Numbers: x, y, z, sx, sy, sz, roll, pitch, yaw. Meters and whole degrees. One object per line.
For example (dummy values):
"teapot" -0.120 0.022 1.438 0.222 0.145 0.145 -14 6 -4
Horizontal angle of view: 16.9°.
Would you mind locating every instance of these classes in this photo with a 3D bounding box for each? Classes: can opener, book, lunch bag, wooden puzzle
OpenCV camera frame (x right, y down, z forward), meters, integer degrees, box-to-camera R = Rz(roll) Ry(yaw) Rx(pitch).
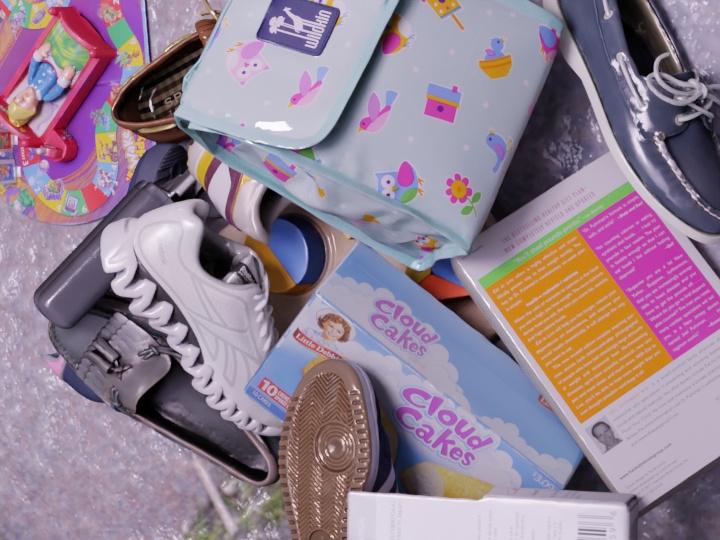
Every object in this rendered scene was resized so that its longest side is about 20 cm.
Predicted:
"can opener" -0.134 -0.029 1.657 0.067 0.053 0.200 45 83 -14
"book" 0.167 0.037 1.521 0.134 0.048 0.200 -33 75 -5
"lunch bag" 0.001 -0.119 1.504 0.200 0.122 0.171 28 76 -13
"wooden puzzle" 0.000 0.000 1.643 0.200 0.046 0.185 -43 73 26

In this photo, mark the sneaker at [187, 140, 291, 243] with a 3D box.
"sneaker" -0.017 -0.104 1.599 0.200 0.075 0.090 -45 59 6

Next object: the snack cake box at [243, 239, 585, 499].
"snack cake box" 0.039 0.090 1.563 0.200 0.067 0.115 38 135 1

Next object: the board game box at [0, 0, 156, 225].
"board game box" -0.227 -0.132 1.767 0.158 0.039 0.200 -3 93 31

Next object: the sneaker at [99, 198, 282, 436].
"sneaker" -0.088 0.033 1.618 0.081 0.075 0.200 -28 122 18

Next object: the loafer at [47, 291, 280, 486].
"loafer" -0.130 0.081 1.675 0.200 0.063 0.072 32 109 -3

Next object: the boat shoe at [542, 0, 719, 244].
"boat shoe" 0.187 -0.111 1.512 0.062 0.075 0.200 -41 64 38

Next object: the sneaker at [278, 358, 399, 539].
"sneaker" 0.009 0.151 1.543 0.070 0.108 0.200 0 95 37

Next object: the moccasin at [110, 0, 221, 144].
"moccasin" -0.088 -0.149 1.663 0.201 0.078 0.074 -21 82 30

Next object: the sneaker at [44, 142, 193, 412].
"sneaker" -0.179 -0.003 1.733 0.082 0.070 0.200 21 103 25

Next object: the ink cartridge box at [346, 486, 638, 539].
"ink cartridge box" 0.079 0.233 1.483 0.173 0.044 0.200 2 95 14
